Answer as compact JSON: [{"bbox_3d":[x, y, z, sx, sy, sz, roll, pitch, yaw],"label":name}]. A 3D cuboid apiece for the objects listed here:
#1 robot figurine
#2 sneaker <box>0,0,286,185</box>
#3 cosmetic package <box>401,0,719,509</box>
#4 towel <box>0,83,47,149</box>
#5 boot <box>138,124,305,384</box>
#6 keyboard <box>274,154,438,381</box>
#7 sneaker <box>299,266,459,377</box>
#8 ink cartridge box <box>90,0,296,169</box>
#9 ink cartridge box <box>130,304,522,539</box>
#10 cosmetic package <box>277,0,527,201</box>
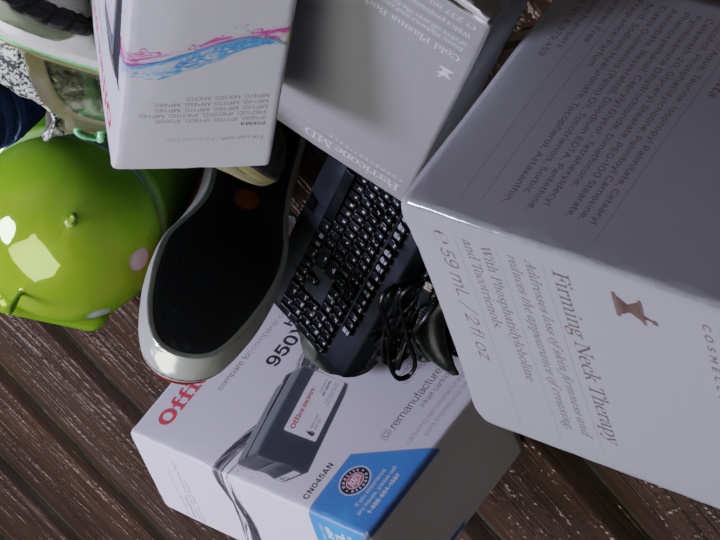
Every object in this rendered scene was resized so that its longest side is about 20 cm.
[{"bbox_3d":[-0.160,-0.046,1.548,0.115,0.200,0.176,32,118,-5],"label":"robot figurine"},{"bbox_3d":[-0.131,-0.097,1.394,0.200,0.077,0.089,32,131,-12],"label":"sneaker"},{"bbox_3d":[0.158,-0.010,1.217,0.199,0.167,0.168,20,149,34],"label":"cosmetic package"},{"bbox_3d":[-0.205,-0.138,1.488,0.112,0.200,0.049,38,116,-4],"label":"towel"},{"bbox_3d":[-0.087,0.015,1.526,0.072,0.200,0.145,19,138,-2],"label":"boot"},{"bbox_3d":[0.000,0.000,1.461,0.104,0.040,0.200,42,146,11],"label":"keyboard"},{"bbox_3d":[0.029,0.031,1.563,0.114,0.076,0.200,41,150,11],"label":"sneaker"},{"bbox_3d":[-0.080,-0.164,1.261,0.085,0.148,0.200,-1,144,-13],"label":"ink cartridge box"},{"bbox_3d":[-0.023,0.108,1.680,0.199,0.145,0.084,20,148,34],"label":"ink cartridge box"},{"bbox_3d":[0.019,-0.129,1.303,0.107,0.090,0.200,33,152,5],"label":"cosmetic package"}]
